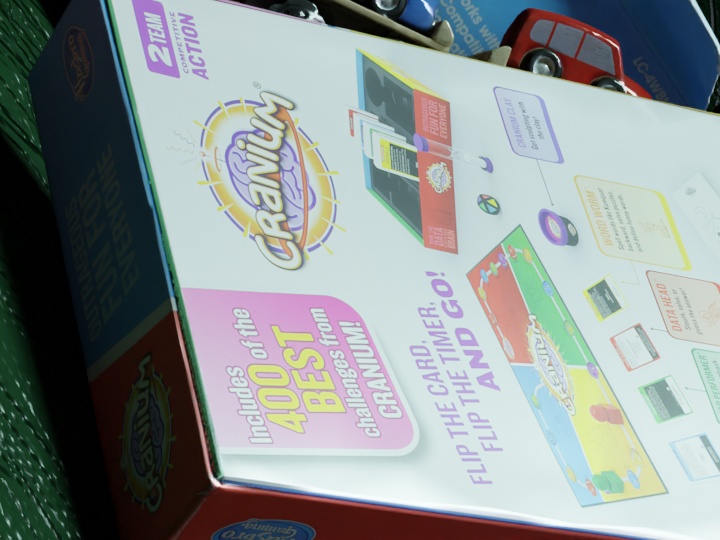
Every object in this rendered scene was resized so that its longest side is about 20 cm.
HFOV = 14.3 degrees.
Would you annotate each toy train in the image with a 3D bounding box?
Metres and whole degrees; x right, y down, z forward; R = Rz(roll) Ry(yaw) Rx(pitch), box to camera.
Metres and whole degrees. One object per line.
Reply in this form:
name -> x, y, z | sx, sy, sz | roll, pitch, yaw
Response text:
toy train -> 0.054, -0.049, 0.799 | 0.200, 0.046, 0.034 | 23, -2, -8

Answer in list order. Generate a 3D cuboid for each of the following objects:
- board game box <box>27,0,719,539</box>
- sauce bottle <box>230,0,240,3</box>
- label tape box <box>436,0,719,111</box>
board game box -> 0.029, 0.013, 0.683 | 0.200, 0.040, 0.153 | 11, 45, -30
sauce bottle -> -0.059, -0.112, 0.905 | 0.066, 0.066, 0.200 | 61, 3, -11
label tape box -> 0.032, -0.066, 0.911 | 0.143, 0.066, 0.200 | 59, -20, 16
